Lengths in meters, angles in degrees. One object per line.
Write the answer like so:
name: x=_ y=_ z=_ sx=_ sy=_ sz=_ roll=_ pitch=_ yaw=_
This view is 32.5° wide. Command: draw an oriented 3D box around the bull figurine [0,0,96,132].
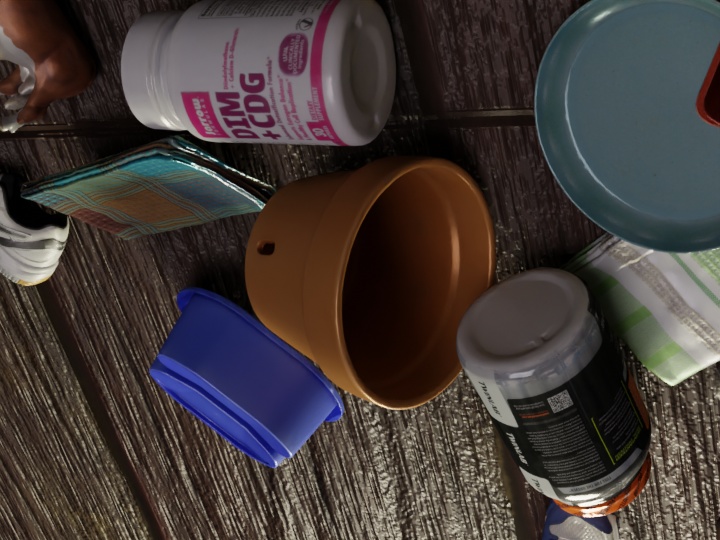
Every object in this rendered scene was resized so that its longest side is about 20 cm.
bull figurine: x=-0.308 y=-0.220 z=1.054 sx=0.065 sy=0.121 sz=0.201 roll=30 pitch=155 yaw=57

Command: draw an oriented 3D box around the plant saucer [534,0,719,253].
plant saucer: x=0.219 y=-0.109 z=0.888 sx=0.199 sy=0.027 sz=0.202 roll=20 pitch=127 yaw=29

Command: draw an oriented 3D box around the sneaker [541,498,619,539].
sneaker: x=0.200 y=0.302 z=1.198 sx=0.075 sy=0.088 sz=0.202 roll=17 pitch=129 yaw=18

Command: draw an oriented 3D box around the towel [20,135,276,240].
towel: x=-0.189 y=-0.067 z=1.111 sx=0.198 sy=0.022 sz=0.146 roll=-11 pitch=157 yaw=35

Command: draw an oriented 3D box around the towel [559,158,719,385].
towel: x=0.268 y=0.005 z=0.971 sx=0.149 sy=0.031 sz=0.200 roll=43 pitch=133 yaw=-6

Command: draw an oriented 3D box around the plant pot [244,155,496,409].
plant pot: x=0.000 y=0.000 z=1.016 sx=0.139 sy=0.200 sz=0.202 roll=13 pitch=132 yaw=41

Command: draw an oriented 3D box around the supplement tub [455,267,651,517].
supplement tub: x=0.168 y=0.107 z=1.029 sx=0.121 sy=0.123 sz=0.201 roll=-6 pitch=130 yaw=32

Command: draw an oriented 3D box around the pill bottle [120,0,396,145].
pill bottle: x=-0.082 y=-0.158 z=0.975 sx=0.198 sy=0.114 sz=0.114 roll=4 pitch=127 yaw=26

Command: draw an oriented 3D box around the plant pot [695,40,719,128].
plant pot: x=0.329 y=-0.178 z=0.696 sx=0.198 sy=0.177 sz=0.201 roll=22 pitch=133 yaw=11

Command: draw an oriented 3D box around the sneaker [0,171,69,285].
sneaker: x=-0.377 y=-0.077 z=1.238 sx=0.199 sy=0.076 sz=0.088 roll=36 pitch=118 yaw=-5

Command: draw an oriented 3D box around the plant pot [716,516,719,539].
plant pot: x=0.389 y=0.177 z=0.942 sx=0.196 sy=0.200 sz=0.202 roll=15 pitch=131 yaw=28

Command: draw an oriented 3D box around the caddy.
caddy: x=-0.109 y=0.098 z=1.198 sx=0.199 sy=0.105 sz=0.141 roll=38 pitch=157 yaw=-4
